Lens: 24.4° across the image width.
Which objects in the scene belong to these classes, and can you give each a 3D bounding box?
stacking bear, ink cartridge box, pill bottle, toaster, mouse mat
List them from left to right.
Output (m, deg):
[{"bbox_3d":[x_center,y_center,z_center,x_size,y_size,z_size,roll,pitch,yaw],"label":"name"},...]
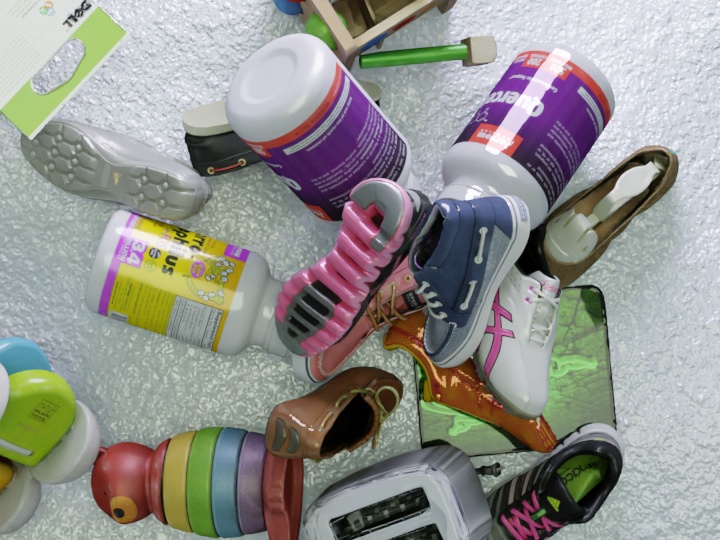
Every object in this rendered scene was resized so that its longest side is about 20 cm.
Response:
[{"bbox_3d":[-0.343,-0.240,1.619,0.200,0.076,0.148,43,85,-2],"label":"ink cartridge box"},{"bbox_3d":[-0.160,0.205,1.592,0.199,0.114,0.122,1,130,7],"label":"stacking bear"},{"bbox_3d":[-0.156,0.019,1.602,0.199,0.104,0.105,18,86,-3],"label":"pill bottle"},{"bbox_3d":[-0.028,-0.118,1.545,0.113,0.112,0.200,-47,130,-4],"label":"pill bottle"},{"bbox_3d":[0.039,0.237,1.568,0.199,0.129,0.114,-20,88,13],"label":"toaster"},{"bbox_3d":[0.153,0.101,1.664,0.199,0.008,0.162,-5,87,-3],"label":"mouse mat"},{"bbox_3d":[0.153,-0.116,1.596,0.112,0.112,0.200,36,65,-1],"label":"pill bottle"}]

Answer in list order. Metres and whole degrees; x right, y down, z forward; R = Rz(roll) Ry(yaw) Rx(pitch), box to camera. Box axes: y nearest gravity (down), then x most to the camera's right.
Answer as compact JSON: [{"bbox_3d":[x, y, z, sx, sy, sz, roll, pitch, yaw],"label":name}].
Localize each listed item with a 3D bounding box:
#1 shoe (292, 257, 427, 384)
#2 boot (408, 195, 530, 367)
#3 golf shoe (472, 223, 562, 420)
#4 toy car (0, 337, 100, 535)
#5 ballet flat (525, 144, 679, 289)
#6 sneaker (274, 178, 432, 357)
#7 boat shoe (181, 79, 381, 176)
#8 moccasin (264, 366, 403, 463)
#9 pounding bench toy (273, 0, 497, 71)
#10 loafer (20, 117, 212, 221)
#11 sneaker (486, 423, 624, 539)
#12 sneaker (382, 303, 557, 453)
[{"bbox_3d":[0.016,0.027,1.593,0.091,0.072,0.201,14,63,34],"label":"shoe"},{"bbox_3d":[0.075,0.010,1.517,0.090,0.073,0.200,0,131,-28],"label":"boot"},{"bbox_3d":[0.152,0.044,1.580,0.072,0.092,0.201,16,50,-29],"label":"golf shoe"},{"bbox_3d":[-0.356,0.143,1.565,0.200,0.175,0.150,-40,47,17],"label":"toy car"},{"bbox_3d":[0.236,-0.056,1.642,0.200,0.072,0.068,-38,80,-4],"label":"ballet flat"},{"bbox_3d":[0.000,0.000,1.526,0.079,0.095,0.200,47,116,17],"label":"sneaker"},{"bbox_3d":[-0.074,-0.142,1.638,0.201,0.074,0.063,-15,120,-12],"label":"boat shoe"},{"bbox_3d":[-0.009,0.136,1.565,0.077,0.201,0.074,18,101,25],"label":"moccasin"},{"bbox_3d":[0.019,-0.249,1.612,0.156,0.124,0.200,-33,89,-6],"label":"pounding bench toy"},{"bbox_3d":[-0.238,-0.099,1.622,0.199,0.070,0.070,24,104,16],"label":"loafer"},{"bbox_3d":[0.179,0.225,1.616,0.200,0.087,0.074,-39,91,0],"label":"sneaker"},{"bbox_3d":[0.107,0.115,1.628,0.200,0.073,0.077,40,89,10],"label":"sneaker"}]
